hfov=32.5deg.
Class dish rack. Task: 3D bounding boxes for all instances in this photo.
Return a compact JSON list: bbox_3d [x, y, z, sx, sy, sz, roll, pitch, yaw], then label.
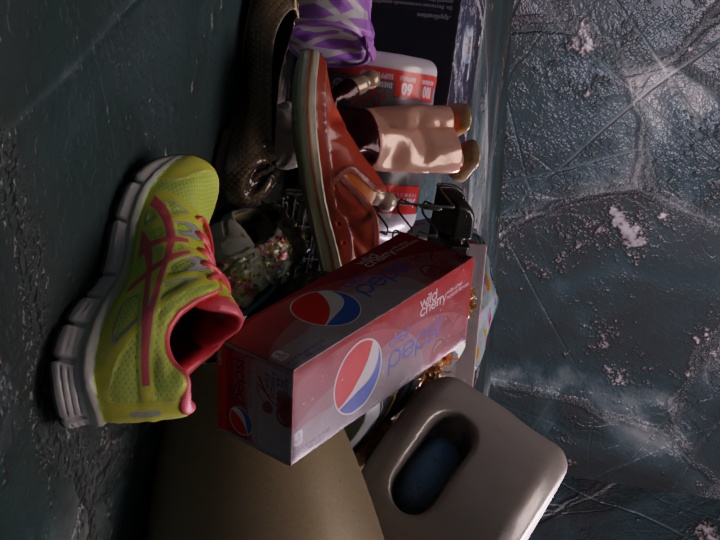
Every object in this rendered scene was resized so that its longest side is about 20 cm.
[{"bbox_3d":[0.000,0.000,1.058,0.055,0.197,0.155,-137,-126,-62],"label":"dish rack"}]

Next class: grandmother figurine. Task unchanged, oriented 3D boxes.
[{"bbox_3d":[0.004,-0.105,1.014,0.061,0.198,0.123,-47,-129,48],"label":"grandmother figurine"}]

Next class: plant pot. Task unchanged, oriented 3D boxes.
[{"bbox_3d":[-0.069,0.162,0.844,0.187,0.185,0.203,23,60,-78],"label":"plant pot"}]

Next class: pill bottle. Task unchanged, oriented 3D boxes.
[{"bbox_3d":[0.001,-0.096,1.122,0.116,0.114,0.203,-28,127,-76],"label":"pill bottle"}]

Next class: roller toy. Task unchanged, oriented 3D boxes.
[{"bbox_3d":[0.064,0.183,0.970,0.184,0.139,0.200,-63,165,21],"label":"roller toy"}]

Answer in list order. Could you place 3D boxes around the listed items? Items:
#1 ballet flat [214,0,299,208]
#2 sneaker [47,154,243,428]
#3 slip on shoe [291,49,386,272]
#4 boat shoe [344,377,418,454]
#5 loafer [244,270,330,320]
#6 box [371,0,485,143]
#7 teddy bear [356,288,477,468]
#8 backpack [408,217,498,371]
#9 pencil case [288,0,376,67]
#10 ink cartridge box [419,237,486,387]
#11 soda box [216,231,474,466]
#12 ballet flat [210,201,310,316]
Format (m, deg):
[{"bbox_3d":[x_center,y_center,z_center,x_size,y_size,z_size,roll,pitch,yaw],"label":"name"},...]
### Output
[{"bbox_3d":[-0.068,-0.142,0.930,0.067,0.046,0.203,68,30,-69],"label":"ballet flat"},{"bbox_3d":[-0.106,0.013,0.722,0.079,0.089,0.202,81,18,-49],"label":"sneaker"},{"bbox_3d":[-0.014,-0.066,0.923,0.074,0.060,0.203,-124,-159,-78],"label":"slip on shoe"},{"bbox_3d":[-0.031,0.130,0.958,0.200,0.071,0.091,-44,167,35],"label":"boat shoe"},{"bbox_3d":[-0.057,0.039,0.928,0.200,0.072,0.073,136,-35,-56],"label":"loafer"},{"bbox_3d":[0.066,-0.252,1.368,0.197,0.116,0.203,28,71,-78],"label":"box"},{"bbox_3d":[0.013,0.076,1.027,0.067,0.143,0.202,-121,-136,-65],"label":"teddy bear"},{"bbox_3d":[0.052,0.041,1.331,0.201,0.174,0.154,-74,150,-48],"label":"backpack"},{"bbox_3d":[-0.011,-0.272,1.045,0.084,0.084,0.203,56,43,-70],"label":"pencil case"},{"bbox_3d":[0.031,0.059,1.215,0.045,0.174,0.203,-44,140,-76],"label":"ink cartridge box"},{"bbox_3d":[-0.005,0.043,0.797,0.199,0.063,0.071,-29,131,-48],"label":"soda box"},{"bbox_3d":[-0.089,-0.009,0.898,0.064,0.075,0.200,64,12,-7],"label":"ballet flat"}]
